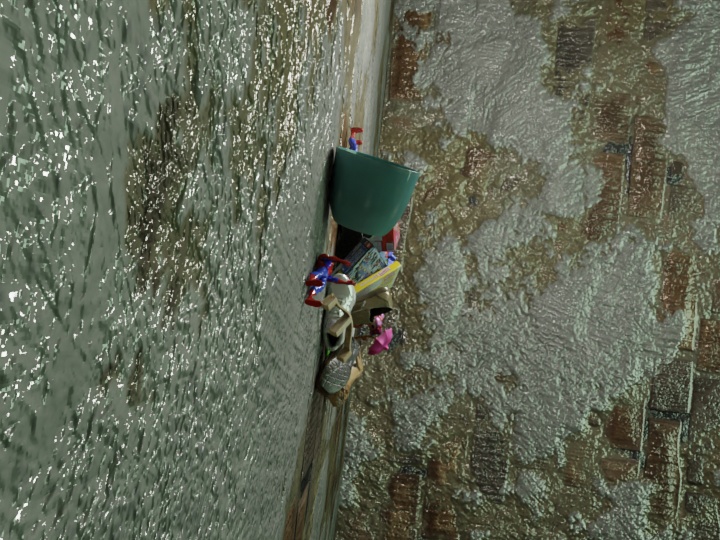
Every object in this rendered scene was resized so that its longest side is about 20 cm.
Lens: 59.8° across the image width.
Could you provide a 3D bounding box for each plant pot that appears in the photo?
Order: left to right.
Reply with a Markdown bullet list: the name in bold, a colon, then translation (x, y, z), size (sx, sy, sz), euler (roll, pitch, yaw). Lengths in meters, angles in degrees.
- **plant pot**: translation (0.018, -0.172, 1.415), size (0.201, 0.198, 0.163), euler (-69, 177, -78)

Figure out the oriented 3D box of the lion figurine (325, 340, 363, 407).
- **lion figurine**: translation (-0.036, 0.317, 1.925), size (0.199, 0.072, 0.124), euler (-39, 120, -33)

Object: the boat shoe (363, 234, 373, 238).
- **boat shoe**: translation (0.025, -0.183, 1.753), size (0.074, 0.062, 0.204), euler (48, -46, 46)

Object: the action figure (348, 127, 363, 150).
- **action figure**: translation (0.005, -0.287, 1.634), size (0.066, 0.097, 0.202), euler (91, 8, -50)

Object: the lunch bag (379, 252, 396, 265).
- **lunch bag**: translation (0.032, 0.013, 1.966), size (0.200, 0.094, 0.151), euler (-41, -165, 21)

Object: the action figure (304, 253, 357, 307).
- **action figure**: translation (-0.054, 0.015, 1.282), size (0.200, 0.097, 0.066), euler (-83, 179, -70)

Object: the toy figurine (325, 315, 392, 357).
- **toy figurine**: translation (0.002, 0.166, 1.808), size (0.150, 0.181, 0.203), euler (86, 11, -75)

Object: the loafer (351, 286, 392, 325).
- **loafer**: translation (0.002, 0.114, 1.700), size (0.068, 0.198, 0.076), euler (59, -2, 30)

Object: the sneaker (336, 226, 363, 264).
- **sneaker**: translation (-0.026, -0.108, 1.757), size (0.088, 0.074, 0.204), euler (-106, -158, -84)

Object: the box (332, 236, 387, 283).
- **box**: translation (0.000, 0.000, 1.727), size (0.137, 0.040, 0.200), euler (-48, 159, -2)

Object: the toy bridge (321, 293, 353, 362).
- **toy bridge**: translation (-0.049, 0.134, 1.543), size (0.067, 0.027, 0.202), euler (-44, 137, -34)

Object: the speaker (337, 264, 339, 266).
- **speaker**: translation (-0.020, -0.031, 1.905), size (0.200, 0.087, 0.090), euler (-75, 171, -72)

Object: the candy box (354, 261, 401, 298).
- **candy box**: translation (0.029, 0.050, 1.774), size (0.199, 0.026, 0.103), euler (-29, 152, -36)

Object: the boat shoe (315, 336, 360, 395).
- **boat shoe**: translation (-0.066, 0.257, 1.659), size (0.073, 0.076, 0.200), euler (-30, -165, 38)

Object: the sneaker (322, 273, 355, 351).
- **sneaker**: translation (-0.056, 0.111, 1.598), size (0.100, 0.074, 0.203), euler (-60, 155, -75)

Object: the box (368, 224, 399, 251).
- **box**: translation (0.058, -0.165, 1.872), size (0.096, 0.098, 0.202), euler (-69, 157, -53)
